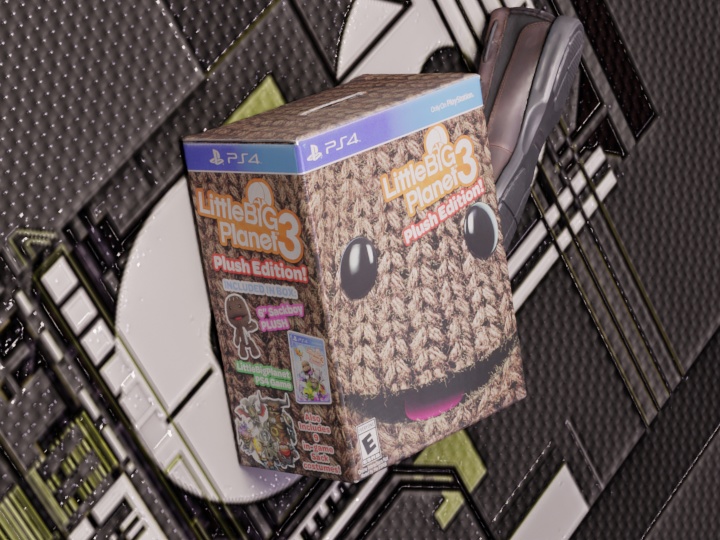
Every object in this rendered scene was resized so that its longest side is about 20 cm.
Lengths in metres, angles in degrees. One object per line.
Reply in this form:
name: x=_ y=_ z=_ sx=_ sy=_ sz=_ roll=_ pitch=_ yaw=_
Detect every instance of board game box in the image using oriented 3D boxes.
board game box: x=0.000 y=0.000 z=1.431 sx=0.159 sy=0.096 sz=0.202 roll=-24 pitch=109 yaw=-43

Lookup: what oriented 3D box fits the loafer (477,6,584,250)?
loafer: x=0.080 y=-0.075 z=1.549 sx=0.072 sy=0.063 sz=0.201 roll=60 pitch=51 yaw=-68
